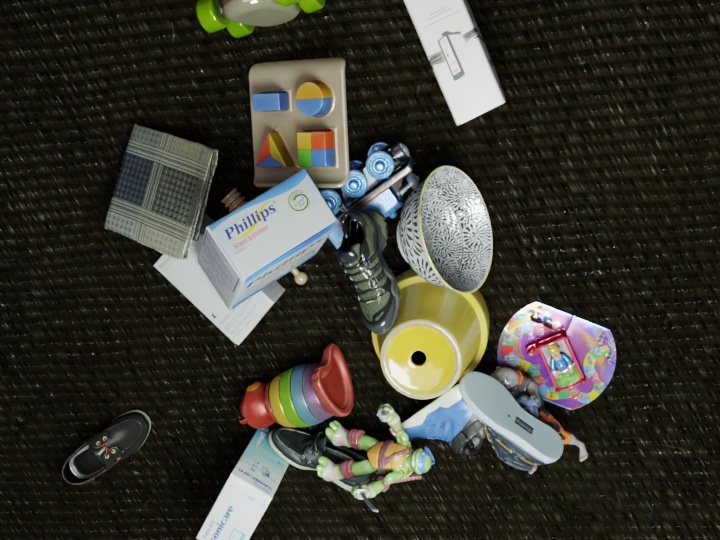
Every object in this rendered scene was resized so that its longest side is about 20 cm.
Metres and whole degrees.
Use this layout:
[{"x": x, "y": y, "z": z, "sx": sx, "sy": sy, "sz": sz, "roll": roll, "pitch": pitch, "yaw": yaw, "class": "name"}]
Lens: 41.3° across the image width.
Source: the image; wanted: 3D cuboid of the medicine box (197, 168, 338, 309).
[{"x": -0.150, "y": -0.046, "z": 1.505, "sx": 0.181, "sy": 0.200, "sz": 0.104, "roll": -33, "pitch": 86, "yaw": -19, "class": "medicine box"}]

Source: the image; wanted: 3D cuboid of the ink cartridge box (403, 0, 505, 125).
[{"x": 0.145, "y": -0.334, "z": 1.439, "sx": 0.083, "sy": 0.146, "sz": 0.202, "roll": -23, "pitch": 101, "yaw": 13, "class": "ink cartridge box"}]

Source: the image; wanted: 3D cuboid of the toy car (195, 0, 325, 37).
[{"x": -0.167, "y": -0.482, "z": 1.463, "sx": 0.162, "sy": 0.157, "sz": 0.203, "roll": -12, "pitch": 92, "yaw": 24, "class": "toy car"}]

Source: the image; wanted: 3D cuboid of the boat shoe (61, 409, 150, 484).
[{"x": -0.473, "y": 0.334, "z": 1.782, "sx": 0.200, "sy": 0.063, "sz": 0.074, "roll": -36, "pitch": 94, "yaw": 16, "class": "boat shoe"}]

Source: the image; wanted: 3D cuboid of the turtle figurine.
[{"x": 0.007, "y": 0.294, "z": 1.567, "sx": 0.192, "sy": 0.199, "sz": 0.146, "roll": -5, "pitch": 91, "yaw": 37, "class": "turtle figurine"}]

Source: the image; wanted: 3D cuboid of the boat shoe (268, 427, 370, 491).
[{"x": -0.065, "y": 0.321, "z": 1.686, "sx": 0.198, "sy": 0.075, "sz": 0.066, "roll": 32, "pitch": 126, "yaw": -5, "class": "boat shoe"}]

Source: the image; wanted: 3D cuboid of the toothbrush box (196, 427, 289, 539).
[{"x": -0.195, "y": 0.383, "z": 1.672, "sx": 0.085, "sy": 0.200, "sz": 0.148, "roll": 30, "pitch": 108, "yaw": 1, "class": "toothbrush box"}]

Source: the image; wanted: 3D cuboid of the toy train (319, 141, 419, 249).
[{"x": 0.011, "y": -0.122, "z": 1.559, "sx": 0.199, "sy": 0.087, "sz": 0.115, "roll": -34, "pitch": 106, "yaw": 15, "class": "toy train"}]

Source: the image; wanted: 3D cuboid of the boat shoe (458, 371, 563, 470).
[{"x": 0.220, "y": 0.247, "z": 1.514, "sx": 0.200, "sy": 0.071, "sz": 0.091, "roll": 40, "pitch": 142, "yaw": -5, "class": "boat shoe"}]

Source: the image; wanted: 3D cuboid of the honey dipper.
[{"x": -0.159, "y": -0.056, "z": 1.633, "sx": 0.038, "sy": 0.038, "sz": 0.200, "roll": -39, "pitch": 99, "yaw": 17, "class": "honey dipper"}]

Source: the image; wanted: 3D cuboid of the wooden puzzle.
[{"x": -0.106, "y": -0.234, "z": 1.523, "sx": 0.183, "sy": 0.046, "sz": 0.203, "roll": 4, "pitch": 97, "yaw": 31, "class": "wooden puzzle"}]

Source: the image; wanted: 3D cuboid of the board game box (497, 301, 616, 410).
[{"x": 0.326, "y": 0.151, "z": 1.595, "sx": 0.197, "sy": 0.039, "sz": 0.160, "roll": 21, "pitch": 108, "yaw": 5, "class": "board game box"}]

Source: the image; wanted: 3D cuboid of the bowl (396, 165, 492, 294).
[{"x": 0.119, "y": -0.058, "z": 1.520, "sx": 0.093, "sy": 0.200, "sz": 0.203, "roll": -11, "pitch": 105, "yaw": 39, "class": "bowl"}]

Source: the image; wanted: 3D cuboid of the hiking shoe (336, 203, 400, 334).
[{"x": 0.000, "y": 0.000, "z": 1.472, "sx": 0.075, "sy": 0.100, "sz": 0.203, "roll": -22, "pitch": 71, "yaw": 37, "class": "hiking shoe"}]

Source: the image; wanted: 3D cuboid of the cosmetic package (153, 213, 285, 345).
[{"x": -0.241, "y": 0.013, "z": 1.640, "sx": 0.200, "sy": 0.081, "sz": 0.113, "roll": 41, "pitch": 110, "yaw": -3, "class": "cosmetic package"}]

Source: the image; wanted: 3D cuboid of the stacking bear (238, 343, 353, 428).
[{"x": -0.122, "y": 0.221, "z": 1.666, "sx": 0.198, "sy": 0.122, "sz": 0.115, "roll": -17, "pitch": 111, "yaw": 23, "class": "stacking bear"}]

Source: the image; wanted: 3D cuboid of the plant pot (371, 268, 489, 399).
[{"x": 0.106, "y": 0.112, "z": 1.548, "sx": 0.197, "sy": 0.189, "sz": 0.204, "roll": 3, "pitch": 106, "yaw": 10, "class": "plant pot"}]

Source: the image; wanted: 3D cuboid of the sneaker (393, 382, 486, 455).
[{"x": 0.143, "y": 0.275, "z": 1.614, "sx": 0.200, "sy": 0.076, "sz": 0.112, "roll": -41, "pitch": 78, "yaw": 37, "class": "sneaker"}]

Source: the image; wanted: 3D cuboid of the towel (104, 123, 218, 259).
[{"x": -0.331, "y": -0.131, "z": 1.596, "sx": 0.198, "sy": 0.034, "sz": 0.195, "roll": 21, "pitch": 95, "yaw": 30, "class": "towel"}]

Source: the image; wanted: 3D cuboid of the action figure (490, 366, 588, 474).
[{"x": 0.270, "y": 0.247, "z": 1.616, "sx": 0.199, "sy": 0.104, "sz": 0.195, "roll": -20, "pitch": 107, "yaw": 52, "class": "action figure"}]
